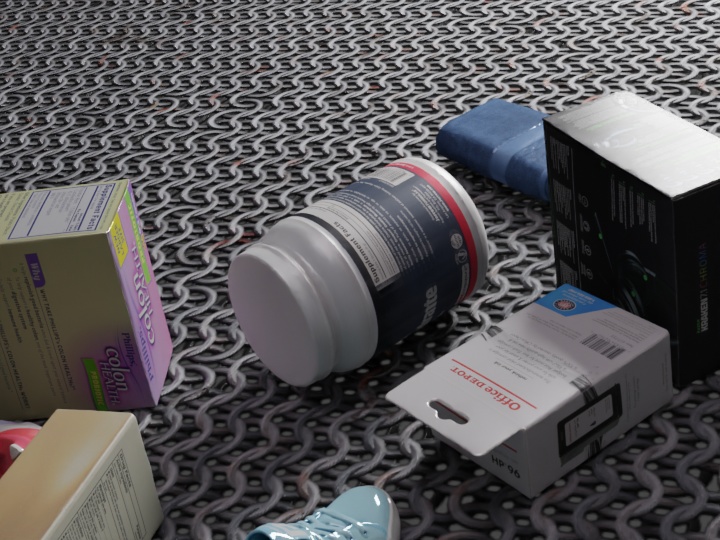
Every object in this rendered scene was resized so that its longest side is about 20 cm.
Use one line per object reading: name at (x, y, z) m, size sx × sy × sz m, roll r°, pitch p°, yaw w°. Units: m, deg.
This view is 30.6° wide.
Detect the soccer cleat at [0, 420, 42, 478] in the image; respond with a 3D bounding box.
soccer cleat at (-0.313, 0.146, 1.077) m, size 0.198 × 0.067 × 0.076 m, roll 5°, pitch 3°, yaw 33°

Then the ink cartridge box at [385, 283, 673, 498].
ink cartridge box at (0.130, 0.097, 1.007) m, size 0.199 × 0.068 × 0.116 m, roll -28°, pitch 34°, yaw -28°

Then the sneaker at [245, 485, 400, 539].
sneaker at (-0.038, 0.195, 0.877) m, size 0.073 × 0.083 × 0.200 m, roll 11°, pitch 36°, yaw 30°

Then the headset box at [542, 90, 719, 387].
headset box at (0.244, -0.029, 1.080) m, size 0.092 × 0.176 × 0.200 m, roll -20°, pitch 31°, yaw -17°

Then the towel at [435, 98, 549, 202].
towel at (0.177, -0.123, 1.388) m, size 0.111 × 0.049 × 0.199 m, roll -27°, pitch 35°, yaw -27°

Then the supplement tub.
supplement tub at (0.000, 0.000, 1.139) m, size 0.199 × 0.141 × 0.140 m, roll -30°, pitch 35°, yaw -30°

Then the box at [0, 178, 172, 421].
box at (-0.282, 0.029, 1.137) m, size 0.198 × 0.177 × 0.097 m, roll -6°, pitch 30°, yaw 7°

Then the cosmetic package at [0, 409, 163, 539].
cosmetic package at (-0.217, 0.196, 0.909) m, size 0.070 × 0.106 × 0.200 m, roll 2°, pitch 30°, yaw 20°
